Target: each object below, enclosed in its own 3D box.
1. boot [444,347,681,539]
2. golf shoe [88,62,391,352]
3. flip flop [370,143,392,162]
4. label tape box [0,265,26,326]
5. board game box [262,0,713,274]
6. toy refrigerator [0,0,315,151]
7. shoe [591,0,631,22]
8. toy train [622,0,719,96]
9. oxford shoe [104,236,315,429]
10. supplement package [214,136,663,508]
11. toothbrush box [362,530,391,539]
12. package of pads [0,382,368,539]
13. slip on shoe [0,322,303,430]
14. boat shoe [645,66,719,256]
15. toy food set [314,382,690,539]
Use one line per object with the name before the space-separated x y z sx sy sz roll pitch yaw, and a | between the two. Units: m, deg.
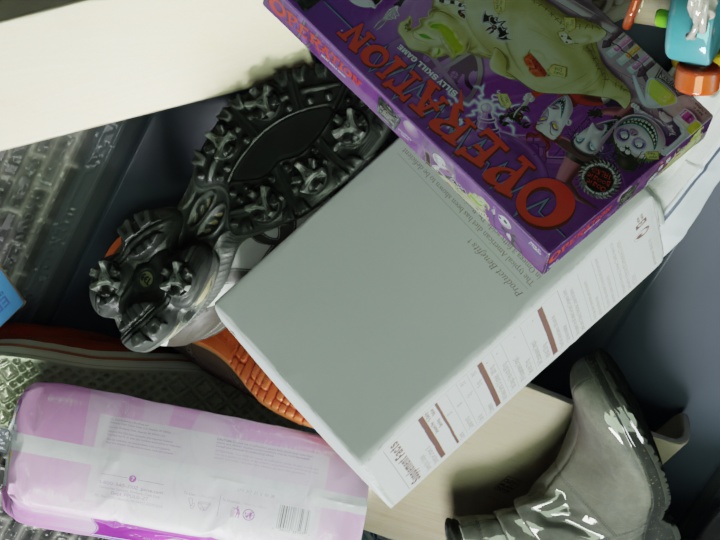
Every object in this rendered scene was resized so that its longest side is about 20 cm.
boot | 0.108 0.133 1.614 0.131 0.068 0.200 -20 142 0
golf shoe | -0.051 -0.034 1.486 0.200 0.078 0.094 -39 155 19
flip flop | 0.000 0.000 1.586 0.081 0.058 0.200 -27 144 -27
label tape box | -0.290 -0.013 1.514 0.144 0.063 0.200 -45 129 -20
board game box | 0.062 -0.104 1.404 0.120 0.200 0.032 -41 165 -18
toy refrigerator | -0.129 -0.127 1.474 0.200 0.070 0.076 -14 125 7
shoe | 0.092 -0.142 1.478 0.200 0.053 0.070 -13 129 8
toy train | 0.167 -0.188 1.387 0.056 0.200 0.150 11 156 15
oxford shoe | -0.048 0.040 1.569 0.200 0.071 0.073 32 168 22
supplement package | 0.043 0.006 1.459 0.200 0.117 0.117 -42 163 -4
toothbrush box | -0.013 0.239 1.693 0.085 0.200 0.146 -22 128 17
package of pads | -0.097 0.115 1.556 0.200 0.076 0.121 11 171 -6
slip on shoe | -0.130 0.069 1.638 0.200 0.061 0.074 11 115 -8
boat shoe | 0.158 -0.079 1.520 0.086 0.075 0.202 28 121 -23
toy food set | 0.080 0.103 1.673 0.200 0.060 0.144 22 126 -36
